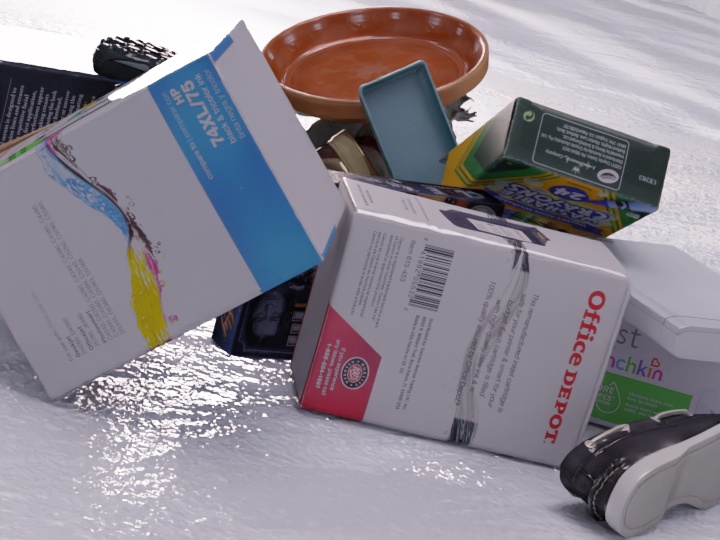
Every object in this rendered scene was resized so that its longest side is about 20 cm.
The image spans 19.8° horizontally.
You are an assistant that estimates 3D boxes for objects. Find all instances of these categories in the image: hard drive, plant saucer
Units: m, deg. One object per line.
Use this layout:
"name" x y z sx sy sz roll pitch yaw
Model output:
"hard drive" 0.230 0.020 1.503 0.131 0.027 0.200 6 17 -27
"plant saucer" 0.012 -0.174 1.775 0.198 0.033 0.201 -2 30 1
"plant saucer" 0.059 -0.065 1.673 0.070 0.202 0.019 -25 5 -29

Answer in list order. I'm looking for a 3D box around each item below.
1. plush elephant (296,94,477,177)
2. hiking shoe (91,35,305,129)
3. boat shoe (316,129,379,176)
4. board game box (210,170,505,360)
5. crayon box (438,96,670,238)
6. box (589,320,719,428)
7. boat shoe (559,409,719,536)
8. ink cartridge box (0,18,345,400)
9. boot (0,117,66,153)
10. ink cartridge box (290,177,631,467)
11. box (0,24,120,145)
"plush elephant" -0.002 -0.091 1.817 0.199 0.165 0.155 -14 26 52
"hiking shoe" -0.137 -0.120 1.676 0.199 0.087 0.074 25 10 -29
"boat shoe" 0.002 -0.024 1.672 0.071 0.072 0.201 -26 61 -7
"board game box" 0.000 0.000 1.496 0.198 0.137 0.035 5 19 -33
"crayon box" 0.139 -0.066 1.580 0.125 0.052 0.200 18 -14 -11
"box" 0.254 0.066 1.596 0.198 0.098 0.177 16 16 -1
"boat shoe" 0.208 0.127 1.399 0.060 0.075 0.199 32 30 31
"ink cartridge box" -0.134 -0.041 1.313 0.199 0.147 0.147 -27 11 11
"boot" -0.244 -0.079 1.477 0.198 0.067 0.176 -23 36 -5
"ink cartridge box" 0.067 0.036 1.419 0.198 0.146 0.084 13 16 -11
"box" -0.251 -0.133 1.741 0.198 0.108 0.148 7 17 -32
